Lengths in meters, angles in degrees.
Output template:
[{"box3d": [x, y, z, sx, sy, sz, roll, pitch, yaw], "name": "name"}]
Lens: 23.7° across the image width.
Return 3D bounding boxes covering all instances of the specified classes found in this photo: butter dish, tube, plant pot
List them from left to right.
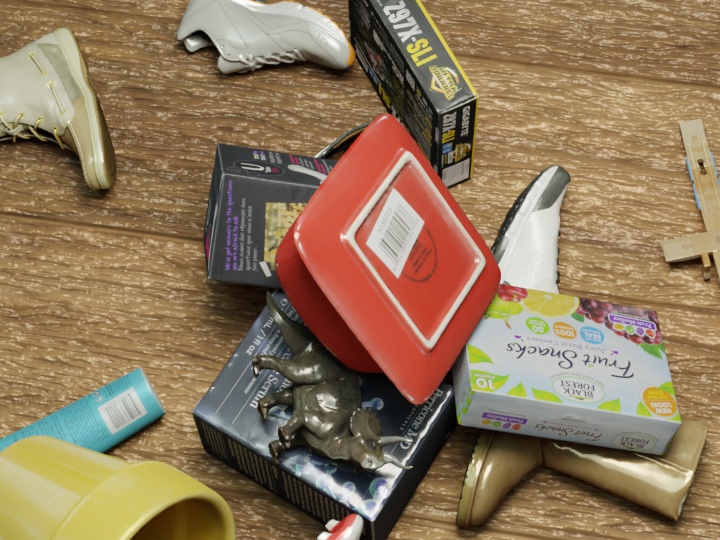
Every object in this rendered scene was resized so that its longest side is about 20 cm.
[{"box3d": [-0.282, 0.163, 1.621, 0.199, 0.051, 0.078, -29, 63, -5], "name": "tube"}, {"box3d": [-0.243, 0.244, 1.511, 0.188, 0.201, 0.201, 26, 68, 31], "name": "plant pot"}, {"box3d": [0.000, 0.000, 1.504, 0.200, 0.147, 0.200, 54, 45, -19], "name": "butter dish"}]

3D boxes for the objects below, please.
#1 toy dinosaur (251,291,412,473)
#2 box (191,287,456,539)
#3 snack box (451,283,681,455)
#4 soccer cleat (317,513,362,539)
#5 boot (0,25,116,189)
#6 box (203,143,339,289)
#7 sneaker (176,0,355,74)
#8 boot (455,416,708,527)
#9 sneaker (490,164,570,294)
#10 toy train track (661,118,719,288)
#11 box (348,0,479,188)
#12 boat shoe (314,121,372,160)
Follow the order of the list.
[{"box3d": [-0.037, 0.111, 1.510, 0.101, 0.077, 0.201, -12, 57, -18], "name": "toy dinosaur"}, {"box3d": [-0.032, 0.139, 1.584, 0.199, 0.107, 0.149, 29, 69, 14], "name": "box"}, {"box3d": [0.182, 0.087, 1.561, 0.198, 0.053, 0.143, 9, 44, -12], "name": "snack box"}, {"box3d": [-0.036, 0.307, 1.502, 0.085, 0.069, 0.201, 30, 99, 5], "name": "soccer cleat"}, {"box3d": [-0.339, -0.147, 1.750, 0.153, 0.072, 0.201, -19, 61, -7], "name": "boot"}, {"box3d": [-0.044, -0.044, 1.620, 0.198, 0.122, 0.107, 8, 106, -9], "name": "box"}, {"box3d": [-0.101, -0.235, 1.786, 0.199, 0.076, 0.093, 22, 76, 20], "name": "sneaker"}, {"box3d": [0.203, 0.185, 1.576, 0.198, 0.066, 0.176, 20, 68, 10], "name": "boot"}, {"box3d": [0.165, -0.009, 1.673, 0.079, 0.074, 0.201, 27, 73, -1], "name": "sneaker"}, {"box3d": [0.349, -0.059, 1.702, 0.113, 0.033, 0.202, -11, 59, 6], "name": "toy train track"}, {"box3d": [0.050, -0.200, 1.707, 0.049, 0.160, 0.201, -25, 66, -9], "name": "box"}, {"box3d": [-0.049, -0.082, 1.710, 0.199, 0.068, 0.072, -33, 67, -9], "name": "boat shoe"}]
